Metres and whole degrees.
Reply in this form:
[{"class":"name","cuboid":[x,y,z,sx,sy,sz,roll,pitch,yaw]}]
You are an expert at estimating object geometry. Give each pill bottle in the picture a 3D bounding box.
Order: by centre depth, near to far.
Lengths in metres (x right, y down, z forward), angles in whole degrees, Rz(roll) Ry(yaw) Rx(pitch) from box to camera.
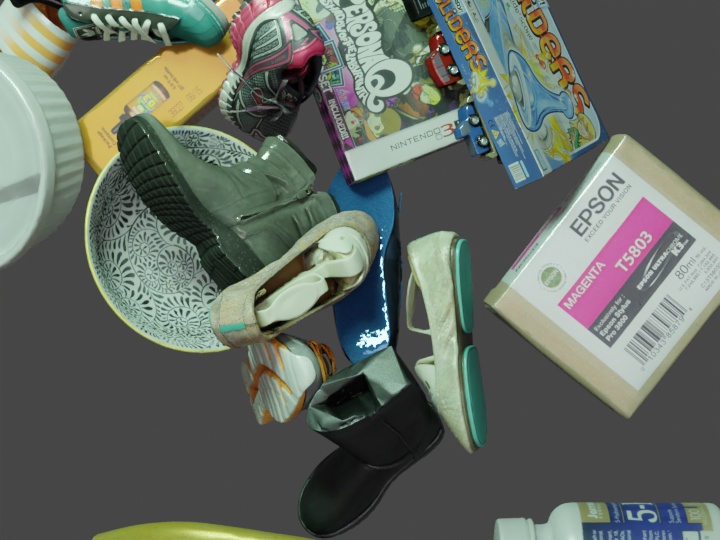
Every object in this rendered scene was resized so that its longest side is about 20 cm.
[{"class":"pill bottle","cuboid":[0.220,0.266,1.641,0.198,0.120,0.121,0,91,-1]}]

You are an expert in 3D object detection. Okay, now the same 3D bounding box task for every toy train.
[{"class":"toy train","cuboid":[0.080,-0.184,1.626,0.046,0.034,0.201,-24,92,-12]}]

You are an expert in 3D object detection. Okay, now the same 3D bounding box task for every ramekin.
[{"class":"ramekin","cuboid":[-0.332,-0.100,1.614,0.201,0.094,0.204,5,101,24]}]

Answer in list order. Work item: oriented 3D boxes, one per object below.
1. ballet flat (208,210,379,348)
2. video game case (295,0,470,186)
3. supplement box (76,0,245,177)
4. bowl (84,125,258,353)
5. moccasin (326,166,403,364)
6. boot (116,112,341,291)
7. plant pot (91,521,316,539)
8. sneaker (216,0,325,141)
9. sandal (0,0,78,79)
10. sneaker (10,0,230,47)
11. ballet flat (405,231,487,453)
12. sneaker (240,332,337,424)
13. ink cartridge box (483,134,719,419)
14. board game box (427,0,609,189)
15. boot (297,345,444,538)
[{"class":"ballet flat","cuboid":[-0.038,0.008,1.547,0.200,0.067,0.068,-37,108,-35]},{"class":"video game case","cuboid":[0.036,-0.200,1.653,0.180,0.036,0.201,-21,91,-15]},{"class":"supplement box","cuboid":[-0.167,-0.161,1.657,0.200,0.069,0.067,-40,90,-1]},{"class":"bowl","cuboid":[-0.160,-0.019,1.632,0.199,0.094,0.202,6,77,-24]},{"class":"moccasin","cuboid":[0.000,0.000,1.656,0.080,0.068,0.201,-2,68,13]},{"class":"boot","cuboid":[-0.111,-0.078,1.588,0.200,0.068,0.131,52,57,-15]},{"class":"plant pot","cuboid":[-0.145,0.309,1.600,0.199,0.196,0.196,13,80,6]},{"class":"sneaker","cuboid":[-0.074,-0.162,1.594,0.080,0.200,0.075,-36,73,-17]},{"class":"sandal","cuboid":[-0.279,-0.238,1.657,0.079,0.059,0.207,38,91,0]},{"class":"sneaker","cuboid":[-0.211,-0.225,1.599,0.199,0.071,0.080,23,73,15]},{"class":"ballet flat","cuboid":[0.075,0.066,1.672,0.062,0.067,0.202,-6,85,19]},{"class":"sneaker","cuboid":[-0.055,0.087,1.603,0.077,0.200,0.079,-16,87,-12]},{"class":"ink cartridge box","cuboid":[0.235,0.005,1.659,0.164,0.075,0.200,38,91,-2]},{"class":"board game box","cuboid":[0.137,-0.184,1.626,0.034,0.135,0.201,-23,94,37]},{"class":"boot","cuboid":[-0.008,0.153,1.594,0.165,0.200,0.066,-45,73,-3]}]
